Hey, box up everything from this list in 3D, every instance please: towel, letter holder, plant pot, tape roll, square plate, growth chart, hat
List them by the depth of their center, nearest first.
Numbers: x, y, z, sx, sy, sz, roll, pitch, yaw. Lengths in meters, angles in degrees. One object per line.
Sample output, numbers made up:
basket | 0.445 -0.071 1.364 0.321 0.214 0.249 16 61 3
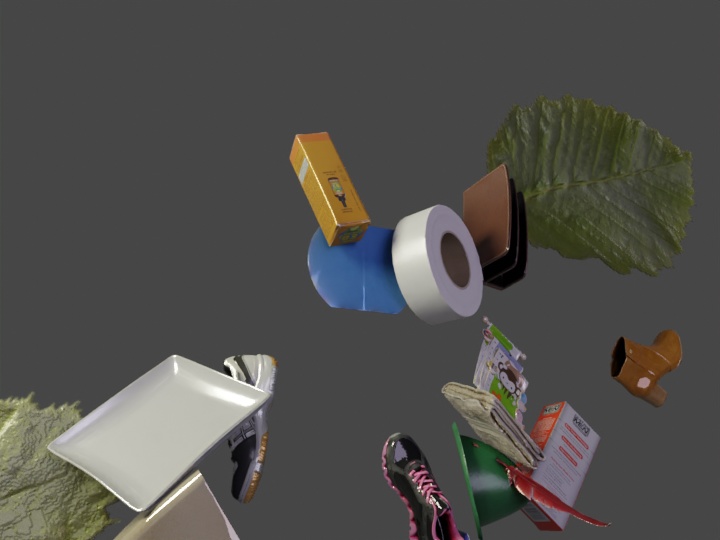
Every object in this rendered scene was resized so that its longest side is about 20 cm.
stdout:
plant pot | -0.211 0.359 0.646 0.176 0.200 0.201 -29 85 -23
square plate | -0.241 0.190 0.707 0.198 0.199 0.029 -40 129 -42
hat | 0.247 0.313 0.882 0.174 0.166 0.201 -14 55 6
towel | 0.204 0.243 0.924 0.034 0.200 0.133 -40 92 -11
tape roll | 0.140 -0.009 1.022 0.202 0.070 0.204 28 53 -45
growth chart | 0.258 0.197 1.054 0.144 0.018 0.201 39 44 -18
letter holder | 0.280 -0.087 1.135 0.100 0.142 0.202 17 61 -22

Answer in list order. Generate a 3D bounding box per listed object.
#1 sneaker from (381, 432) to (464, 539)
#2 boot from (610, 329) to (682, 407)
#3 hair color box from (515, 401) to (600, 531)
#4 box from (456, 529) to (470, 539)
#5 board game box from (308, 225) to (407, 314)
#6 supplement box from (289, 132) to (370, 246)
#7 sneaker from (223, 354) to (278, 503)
sneaker | 0.101 0.341 0.879 0.078 0.095 0.202 -16 76 -30
boot | 0.614 0.178 1.250 0.144 0.071 0.202 37 61 -14
hair color box | 0.344 0.346 1.033 0.102 0.061 0.200 46 56 -4
box | 0.185 0.485 0.846 0.041 0.119 0.202 -8 73 -10
board game box | 0.000 0.000 1.005 0.198 0.039 0.160 7 67 -19
supplement box | -0.055 -0.141 0.992 0.066 0.069 0.201 -11 60 -28
sneaker | -0.169 0.215 0.806 0.087 0.076 0.202 8 61 -9
